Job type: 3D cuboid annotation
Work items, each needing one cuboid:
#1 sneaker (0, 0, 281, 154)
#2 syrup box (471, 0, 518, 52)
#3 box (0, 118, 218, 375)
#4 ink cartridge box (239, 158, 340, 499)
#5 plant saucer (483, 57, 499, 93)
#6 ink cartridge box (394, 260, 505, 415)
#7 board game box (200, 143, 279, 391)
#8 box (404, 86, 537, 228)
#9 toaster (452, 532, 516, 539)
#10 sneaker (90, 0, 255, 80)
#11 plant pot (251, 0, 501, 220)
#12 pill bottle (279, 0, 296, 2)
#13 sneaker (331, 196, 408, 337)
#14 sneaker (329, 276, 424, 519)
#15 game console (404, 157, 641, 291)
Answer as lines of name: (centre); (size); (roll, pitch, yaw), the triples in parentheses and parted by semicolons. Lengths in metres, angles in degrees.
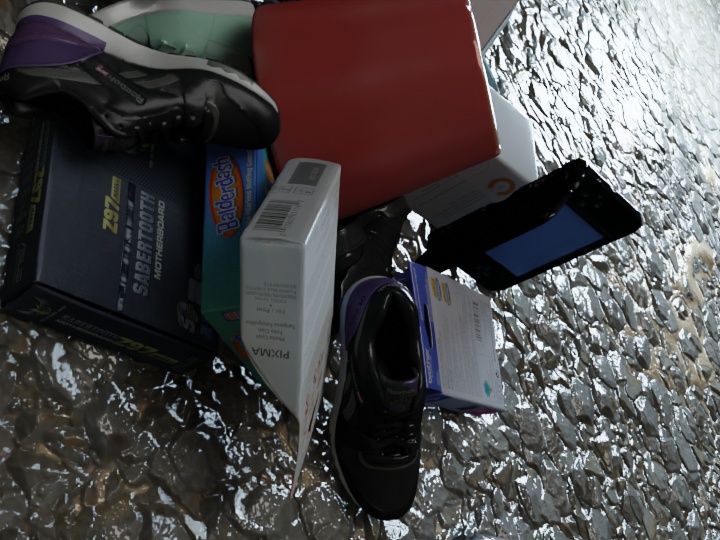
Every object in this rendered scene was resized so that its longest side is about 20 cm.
sneaker: (-0.157, -0.110, 0.768); (0.199, 0.076, 0.088); (18, 58, -14)
syrup box: (0.108, -0.264, 1.124); (0.081, 0.079, 0.200); (37, 9, -1)
box: (-0.177, -0.039, 0.809); (0.157, 0.051, 0.201); (27, 48, -38)
ink cartridge box: (-0.051, 0.038, 0.790); (0.160, 0.047, 0.201); (-74, 170, -65)
plant saucer: (0.092, -0.224, 1.263); (0.201, 0.039, 0.202); (29, 48, -38)
ink cartridge box: (0.081, 0.069, 1.020); (0.200, 0.042, 0.120); (26, 55, -62)
board game box: (-0.080, -0.025, 0.868); (0.152, 0.045, 0.201); (64, 20, -58)
box: (0.074, -0.140, 1.115); (0.200, 0.124, 0.098); (32, 46, -36)
toaster: (0.126, 0.313, 0.892); (0.129, 0.114, 0.201); (25, 34, -34)
sneaker: (-0.150, -0.163, 0.902); (0.200, 0.074, 0.119); (-15, 91, -47)
plant pot: (0.020, -0.147, 0.917); (0.200, 0.176, 0.202); (-11, 90, -81)
pill bottle: (-0.050, -0.310, 1.046); (0.200, 0.111, 0.111); (45, 33, 15)
sneaker: (0.003, -0.001, 1.002); (0.200, 0.060, 0.105); (-33, 109, -62)
sneaker: (0.017, 0.108, 0.869); (0.075, 0.088, 0.201); (-5, 94, -12)
game console: (0.158, -0.016, 1.078); (0.176, 0.199, 0.117); (34, 46, -34)
